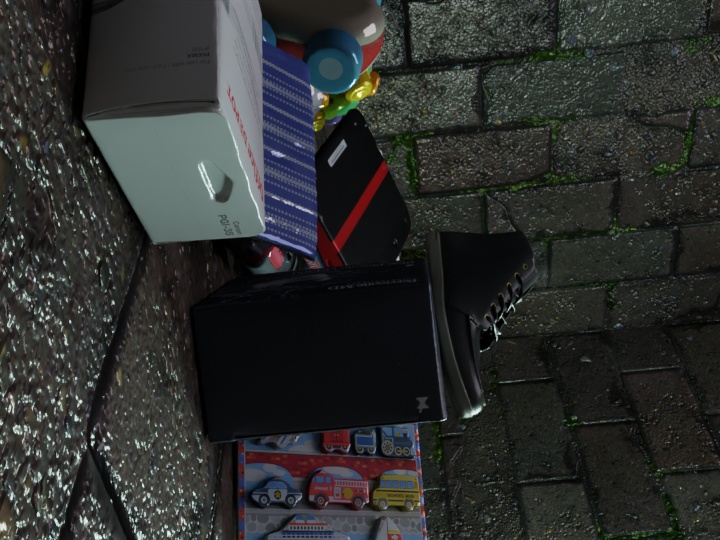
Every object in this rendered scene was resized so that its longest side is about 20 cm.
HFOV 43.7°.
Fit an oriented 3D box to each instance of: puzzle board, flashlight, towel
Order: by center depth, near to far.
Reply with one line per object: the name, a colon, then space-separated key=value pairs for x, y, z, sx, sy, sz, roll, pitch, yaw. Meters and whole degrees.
towel: x=-0.095 y=-0.117 z=0.759 sx=0.144 sy=0.024 sz=0.202 roll=19 pitch=58 yaw=-42
puzzle board: x=-0.023 y=0.211 z=0.854 sx=0.017 sy=0.198 sz=0.152 roll=-39 pitch=-131 yaw=53
flashlight: x=-0.097 y=-0.029 z=0.911 sx=0.200 sy=0.067 sz=0.069 roll=68 pitch=16 yaw=-77

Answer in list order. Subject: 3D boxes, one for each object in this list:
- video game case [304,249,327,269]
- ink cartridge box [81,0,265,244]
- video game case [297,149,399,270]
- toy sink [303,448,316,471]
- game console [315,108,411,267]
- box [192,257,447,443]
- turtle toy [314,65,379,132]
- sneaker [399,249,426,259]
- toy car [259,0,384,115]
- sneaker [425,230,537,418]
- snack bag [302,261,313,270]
video game case: x=0.000 y=0.000 z=1.075 sx=0.201 sy=0.017 sz=0.144 roll=57 pitch=35 yaw=-34
ink cartridge box: x=-0.114 y=-0.139 z=0.585 sx=0.147 sy=0.082 sz=0.202 roll=80 pitch=5 yaw=-62
video game case: x=-0.036 y=-0.044 z=1.116 sx=0.023 sy=0.199 sz=0.184 roll=2 pitch=-75 yaw=50
toy sink: x=-0.021 y=0.272 z=0.941 sx=0.200 sy=0.111 sz=0.131 roll=71 pitch=42 yaw=-73
game console: x=-0.006 y=-0.071 z=1.047 sx=0.178 sy=0.031 sz=0.200 roll=61 pitch=33 yaw=-24
box: x=-0.029 y=0.063 z=0.805 sx=0.200 sy=0.194 sz=0.119 roll=-72 pitch=156 yaw=-82
turtle toy: x=-0.058 y=-0.238 z=1.126 sx=0.101 sy=0.199 sz=0.147 roll=2 pitch=60 yaw=-59
sneaker: x=0.081 y=0.006 z=1.332 sx=0.200 sy=0.084 sz=0.075 roll=-90 pitch=174 yaw=-69
toy car: x=-0.069 y=-0.218 z=1.004 sx=0.185 sy=0.175 sz=0.201 roll=-77 pitch=177 yaw=-46
sneaker: x=0.122 y=0.039 z=0.852 sx=0.075 sy=0.105 sz=0.202 roll=78 pitch=6 yaw=-56
snack bag: x=-0.034 y=0.076 z=1.038 sx=0.189 sy=0.021 sz=0.201 roll=-67 pitch=145 yaw=-49
